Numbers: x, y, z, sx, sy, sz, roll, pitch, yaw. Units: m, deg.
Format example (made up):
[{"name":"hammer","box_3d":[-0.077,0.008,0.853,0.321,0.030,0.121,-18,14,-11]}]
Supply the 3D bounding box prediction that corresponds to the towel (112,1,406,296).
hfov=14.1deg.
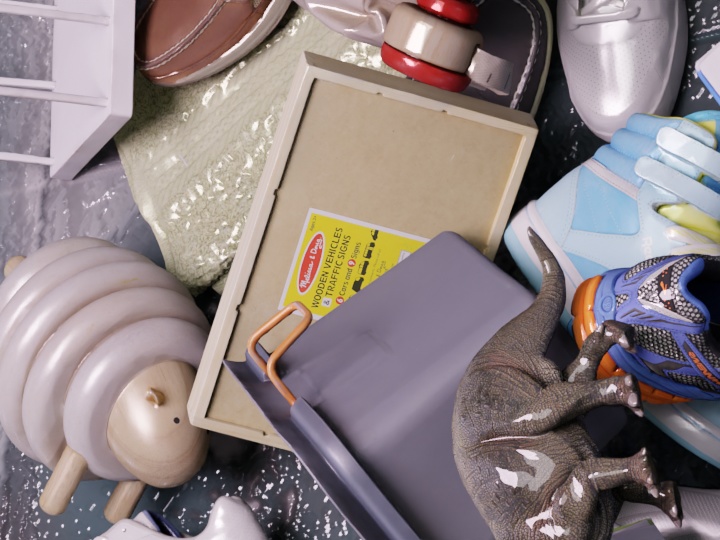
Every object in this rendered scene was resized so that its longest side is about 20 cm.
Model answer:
[{"name":"towel","box_3d":[-0.049,-0.091,1.603,0.200,0.036,0.149,-37,63,19]}]

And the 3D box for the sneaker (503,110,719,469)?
[{"name":"sneaker","box_3d":[0.163,-0.003,1.418,0.131,0.079,0.200,-48,51,12]}]

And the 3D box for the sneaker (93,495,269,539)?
[{"name":"sneaker","box_3d":[-0.126,0.178,1.558,0.199,0.074,0.088,-18,82,18]}]

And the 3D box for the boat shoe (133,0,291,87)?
[{"name":"boat shoe","box_3d":[-0.062,-0.185,1.568,0.200,0.072,0.076,-47,48,13]}]

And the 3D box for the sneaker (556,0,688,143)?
[{"name":"sneaker","box_3d":[0.114,-0.171,1.477,0.073,0.115,0.201,-7,76,28]}]

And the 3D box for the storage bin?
[{"name":"storage bin","box_3d":[0.030,0.058,1.395,0.134,0.146,0.200,-40,19,-3]}]

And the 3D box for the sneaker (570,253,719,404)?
[{"name":"sneaker","box_3d":[0.197,0.033,1.337,0.078,0.199,0.076,-32,57,55]}]

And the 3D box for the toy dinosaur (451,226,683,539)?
[{"name":"toy dinosaur","box_3d":[0.079,0.077,1.270,0.102,0.077,0.201,-18,79,13]}]

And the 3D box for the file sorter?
[{"name":"file sorter","box_3d":[-0.201,-0.169,1.628,0.139,0.124,0.201,146,126,-67]}]

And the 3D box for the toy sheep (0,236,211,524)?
[{"name":"toy sheep","box_3d":[-0.145,0.051,1.575,0.200,0.138,0.138,41,100,38]}]

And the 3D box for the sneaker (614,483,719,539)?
[{"name":"sneaker","box_3d":[0.168,0.133,1.405,0.199,0.074,0.080,21,68,35]}]

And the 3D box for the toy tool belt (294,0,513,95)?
[{"name":"toy tool belt","box_3d":[0.025,-0.172,1.440,0.124,0.124,0.200,-68,24,11]}]

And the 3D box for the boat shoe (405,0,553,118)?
[{"name":"boat shoe","box_3d":[0.039,-0.057,1.512,0.072,0.066,0.202,31,101,-1]}]

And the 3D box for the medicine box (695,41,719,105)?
[{"name":"medicine box","box_3d":[0.267,-0.032,1.298,0.103,0.200,0.183,-40,61,15]}]

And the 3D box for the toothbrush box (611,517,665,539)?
[{"name":"toothbrush box","box_3d":[0.092,0.235,1.366,0.200,0.086,0.146,-47,66,37]}]

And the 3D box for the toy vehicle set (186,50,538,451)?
[{"name":"toy vehicle set","box_3d":[0.000,0.000,1.479,0.027,0.123,0.201,-108,35,-69]}]
